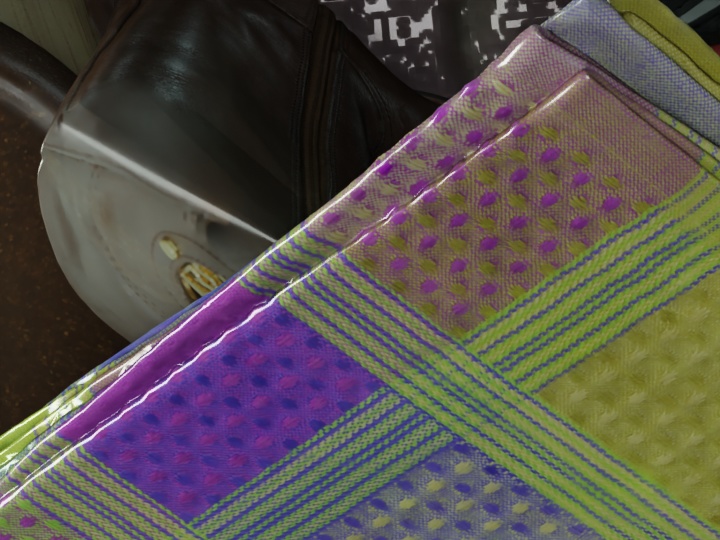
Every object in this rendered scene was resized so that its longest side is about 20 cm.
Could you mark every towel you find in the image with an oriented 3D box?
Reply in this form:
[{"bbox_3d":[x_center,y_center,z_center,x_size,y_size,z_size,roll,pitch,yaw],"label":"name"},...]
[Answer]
[{"bbox_3d":[0.027,0.036,0.596,0.143,0.023,0.200,35,127,-25],"label":"towel"}]

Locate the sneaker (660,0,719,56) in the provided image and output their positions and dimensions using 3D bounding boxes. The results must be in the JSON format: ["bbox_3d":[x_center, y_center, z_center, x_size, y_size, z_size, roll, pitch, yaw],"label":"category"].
[{"bbox_3d":[0.122,-0.055,0.692,0.071,0.200,0.098,42,61,-27],"label":"sneaker"}]

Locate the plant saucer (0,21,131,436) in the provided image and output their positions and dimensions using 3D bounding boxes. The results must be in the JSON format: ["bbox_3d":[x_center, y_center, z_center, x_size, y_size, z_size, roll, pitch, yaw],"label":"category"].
[{"bbox_3d":[-0.113,0.023,0.676,0.200,0.034,0.201,7,74,-27],"label":"plant saucer"}]

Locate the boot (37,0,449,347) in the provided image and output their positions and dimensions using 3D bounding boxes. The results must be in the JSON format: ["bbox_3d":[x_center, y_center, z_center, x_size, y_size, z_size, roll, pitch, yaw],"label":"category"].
[{"bbox_3d":[0.000,0.000,0.689,0.186,0.200,0.064,40,103,-18],"label":"boot"}]

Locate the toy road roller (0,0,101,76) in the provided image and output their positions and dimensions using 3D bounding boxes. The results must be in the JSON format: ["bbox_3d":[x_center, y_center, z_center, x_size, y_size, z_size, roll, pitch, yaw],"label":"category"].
[{"bbox_3d":[-0.149,-0.006,0.737,0.199,0.146,0.123,-24,93,4],"label":"toy road roller"}]
